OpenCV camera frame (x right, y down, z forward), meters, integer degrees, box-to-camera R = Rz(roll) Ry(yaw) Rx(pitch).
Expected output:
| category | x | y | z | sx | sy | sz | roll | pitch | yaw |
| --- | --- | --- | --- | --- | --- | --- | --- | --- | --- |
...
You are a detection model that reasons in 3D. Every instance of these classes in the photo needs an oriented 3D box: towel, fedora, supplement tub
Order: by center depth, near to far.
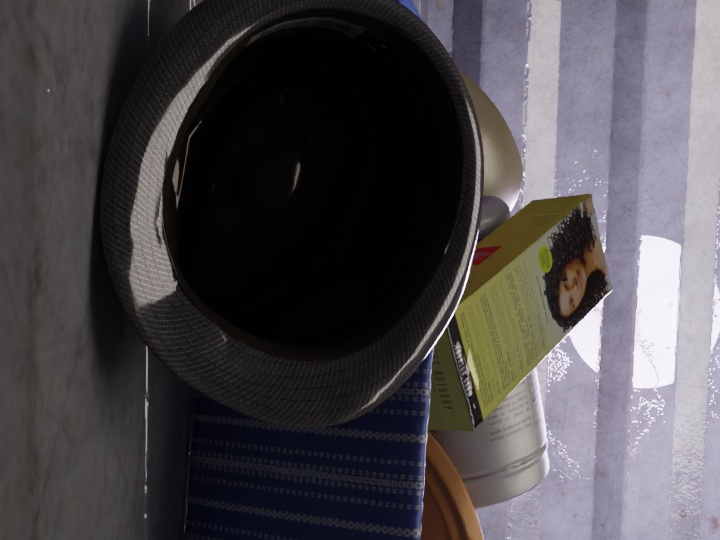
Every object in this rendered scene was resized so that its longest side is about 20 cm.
| category | x | y | z | sx | sy | sz | roll | pitch | yaw |
| --- | --- | --- | --- | --- | --- | --- | --- | --- | --- |
| fedora | -0.036 | -0.033 | 0.516 | 0.090 | 0.177 | 0.201 | -4 | -116 | 64 |
| towel | -0.028 | 0.107 | 0.563 | 0.024 | 0.144 | 0.201 | 15 | 77 | -55 |
| supplement tub | 0.056 | 0.055 | 0.796 | 0.132 | 0.131 | 0.201 | -56 | 137 | -79 |

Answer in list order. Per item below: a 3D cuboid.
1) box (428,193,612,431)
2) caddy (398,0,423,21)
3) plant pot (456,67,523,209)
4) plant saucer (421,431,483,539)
| category | x | y | z | sx | sy | sz | roll | pitch | yaw |
| --- | --- | --- | --- | --- | --- | --- | --- | --- | --- |
| box | 0.091 | 0.020 | 0.698 | 0.200 | 0.050 | 0.075 | -36 | 115 | -46 |
| caddy | 0.019 | -0.191 | 1.028 | 0.200 | 0.105 | 0.142 | 81 | 12 | -61 |
| plant pot | 0.089 | -0.104 | 1.162 | 0.200 | 0.134 | 0.201 | -48 | -149 | 40 |
| plant saucer | 0.000 | 0.179 | 0.776 | 0.037 | 0.200 | 0.201 | -19 | 118 | -42 |
